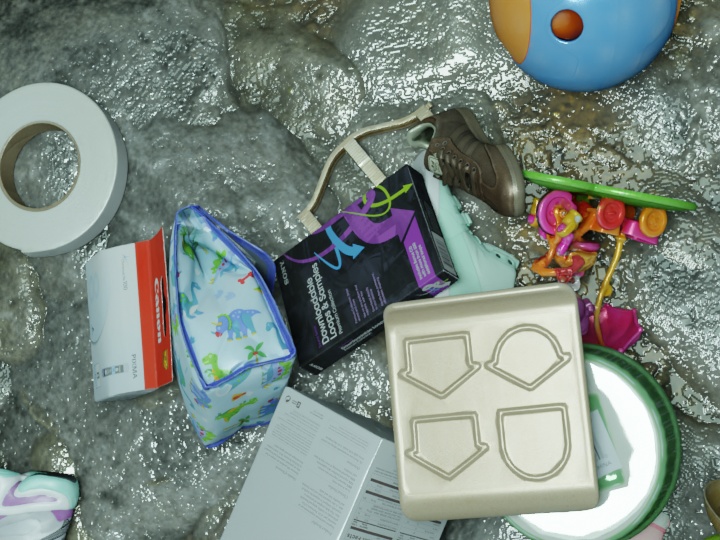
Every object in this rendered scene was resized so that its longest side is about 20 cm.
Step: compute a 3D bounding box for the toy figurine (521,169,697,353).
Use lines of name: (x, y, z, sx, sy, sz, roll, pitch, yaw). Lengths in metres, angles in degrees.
toy figurine: (0.232, 0.005, 1.129, 0.197, 0.150, 0.188, 8, 96, -26)

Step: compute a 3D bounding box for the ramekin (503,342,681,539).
ramekin: (0.204, 0.169, 1.053, 0.196, 0.098, 0.204, -2, 84, 17)

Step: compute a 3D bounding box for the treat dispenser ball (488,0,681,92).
treat dispenser ball: (0.231, -0.288, 1.140, 0.197, 0.201, 0.205, -1, 82, 10)

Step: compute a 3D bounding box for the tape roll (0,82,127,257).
tape roll: (-0.374, -0.120, 1.310, 0.199, 0.037, 0.207, -1, 82, 9)

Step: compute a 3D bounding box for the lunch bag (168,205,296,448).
lunch bag: (-0.149, 0.055, 1.165, 0.126, 0.171, 0.202, -19, 64, -19)

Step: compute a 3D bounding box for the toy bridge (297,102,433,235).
toy bridge: (0.005, -0.122, 1.247, 0.199, 0.027, 0.067, -42, 77, 1)

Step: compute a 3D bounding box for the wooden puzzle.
wooden puzzle: (0.119, 0.122, 1.013, 0.182, 0.046, 0.204, -7, 86, 18)

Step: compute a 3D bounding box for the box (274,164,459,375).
box: (0.000, 0.000, 1.172, 0.199, 0.036, 0.145, -36, 52, 24)

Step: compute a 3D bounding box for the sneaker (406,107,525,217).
sneaker: (0.107, -0.104, 1.140, 0.074, 0.201, 0.072, -15, 121, -9)

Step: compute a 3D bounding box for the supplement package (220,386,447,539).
supplement package: (-0.022, 0.252, 1.113, 0.151, 0.150, 0.203, 21, 85, 45)

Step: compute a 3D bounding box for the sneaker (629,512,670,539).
sneaker: (0.210, 0.263, 1.134, 0.197, 0.075, 0.106, 22, 82, 8)

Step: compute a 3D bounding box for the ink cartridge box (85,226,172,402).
ink cartridge box: (-0.252, 0.052, 1.191, 0.046, 0.199, 0.163, -1, 80, -25)

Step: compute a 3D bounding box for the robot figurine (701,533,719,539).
robot figurine: (0.381, 0.329, 1.045, 0.199, 0.175, 0.117, 33, 88, 46)

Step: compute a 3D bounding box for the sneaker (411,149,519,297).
sneaker: (0.110, -0.034, 1.207, 0.116, 0.074, 0.204, 8, 59, -24)

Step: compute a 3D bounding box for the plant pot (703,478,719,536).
plant pot: (0.415, 0.261, 1.043, 0.197, 0.200, 0.028, 23, 106, 12)

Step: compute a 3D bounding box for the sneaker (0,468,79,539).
sneaker: (-0.423, 0.289, 1.243, 0.196, 0.078, 0.143, 8, 83, 11)
